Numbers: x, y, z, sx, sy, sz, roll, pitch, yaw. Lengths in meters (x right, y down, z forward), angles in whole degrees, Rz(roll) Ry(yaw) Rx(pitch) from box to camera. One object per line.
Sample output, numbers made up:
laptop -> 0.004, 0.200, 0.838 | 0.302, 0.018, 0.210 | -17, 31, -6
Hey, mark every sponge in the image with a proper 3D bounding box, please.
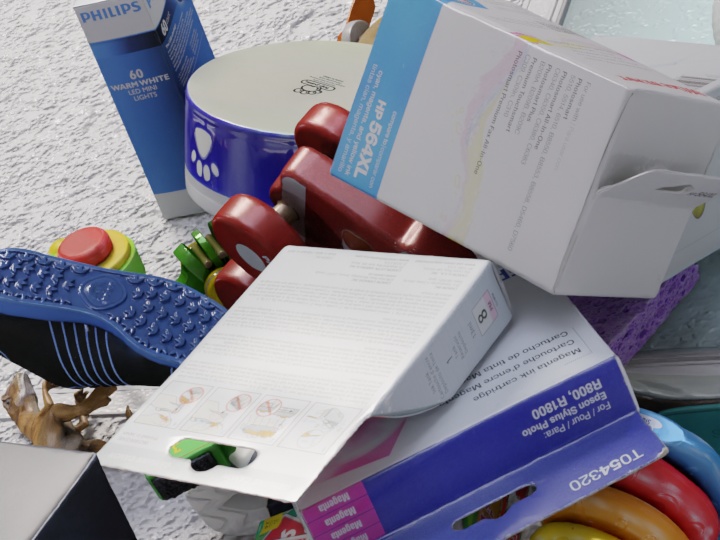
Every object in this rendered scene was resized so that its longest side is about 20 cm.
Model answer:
sponge -> 0.121, 0.007, 1.461 | 0.199, 0.030, 0.112 | 16, 49, 41

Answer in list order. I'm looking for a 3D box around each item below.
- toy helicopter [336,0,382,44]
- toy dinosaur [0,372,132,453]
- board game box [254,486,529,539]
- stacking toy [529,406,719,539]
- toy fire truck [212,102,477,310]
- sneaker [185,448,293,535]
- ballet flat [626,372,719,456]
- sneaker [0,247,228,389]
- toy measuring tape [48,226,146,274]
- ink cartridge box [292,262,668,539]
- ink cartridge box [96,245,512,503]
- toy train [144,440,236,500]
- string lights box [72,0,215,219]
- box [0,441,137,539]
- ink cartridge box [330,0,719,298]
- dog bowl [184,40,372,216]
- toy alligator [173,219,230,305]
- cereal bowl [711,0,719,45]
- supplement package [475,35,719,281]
toy helicopter -> 0.037, -0.210, 1.778 | 0.131, 0.079, 0.200 | -21, 23, 16
toy dinosaur -> -0.203, 0.125, 1.467 | 0.106, 0.061, 0.200 | -35, 25, 2
board game box -> 0.012, 0.160, 1.270 | 0.199, 0.030, 0.096 | -22, 31, 28
stacking toy -> 0.124, 0.182, 1.183 | 0.115, 0.110, 0.201 | 11, 57, 34
toy fire truck -> 0.000, 0.000, 1.408 | 0.167, 0.200, 0.112 | 35, 67, 15
sneaker -> -0.011, 0.093, 1.372 | 0.198, 0.080, 0.130 | -16, 42, 26
ballet flat -> 0.174, 0.088, 1.307 | 0.198, 0.070, 0.070 | 0, 40, 21
sneaker -> -0.167, 0.047, 1.440 | 0.198, 0.078, 0.070 | 18, 46, 12
toy measuring tape -> -0.177, 0.018, 1.573 | 0.073, 0.074, 0.200 | -32, 36, -15
ink cartridge box -> 0.046, 0.082, 1.205 | 0.195, 0.044, 0.200 | -26, 29, -5
ink cartridge box -> -0.031, 0.065, 1.202 | 0.162, 0.057, 0.200 | 5, 46, 40
toy train -> -0.050, 0.079, 1.319 | 0.199, 0.042, 0.057 | -27, 49, 1
string lights box -> -0.153, -0.153, 1.670 | 0.058, 0.201, 0.103 | -10, 35, 15
box -> -0.220, 0.203, 1.234 | 0.198, 0.199, 0.124 | 4, 42, 31
ink cartridge box -> 0.108, -0.071, 1.248 | 0.199, 0.126, 0.128 | 31, 17, 33
dog bowl -> -0.032, -0.101, 1.589 | 0.198, 0.079, 0.200 | 0, 25, 0
toy alligator -> -0.072, -0.029, 1.590 | 0.199, 0.055, 0.059 | -29, 36, -11
cereal bowl -> 0.354, -0.214, 1.587 | 0.198, 0.084, 0.201 | -14, 35, 10
supplement package -> 0.173, -0.076, 1.418 | 0.155, 0.112, 0.199 | 10, 24, 37
